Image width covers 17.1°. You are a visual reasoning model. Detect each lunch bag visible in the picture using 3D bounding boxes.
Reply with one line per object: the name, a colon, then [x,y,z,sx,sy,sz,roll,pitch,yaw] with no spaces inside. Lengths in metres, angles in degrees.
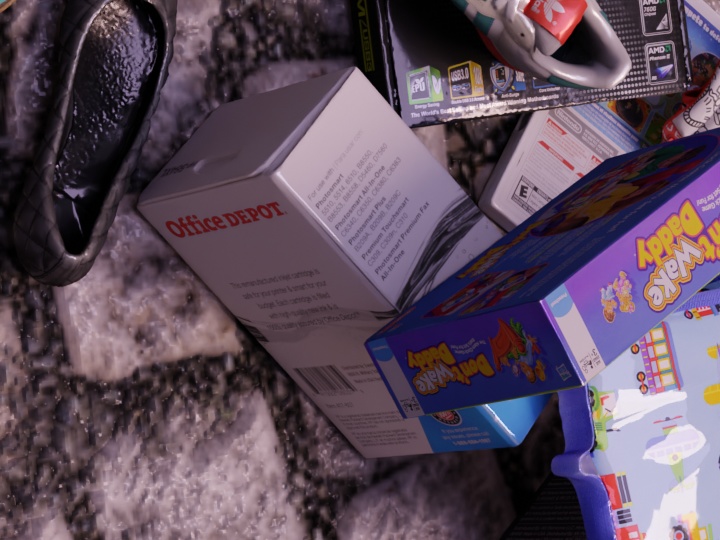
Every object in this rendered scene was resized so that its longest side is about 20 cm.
lunch bag: [0.177,0.086,1.249,0.199,0.094,0.152,-12,92,-41]

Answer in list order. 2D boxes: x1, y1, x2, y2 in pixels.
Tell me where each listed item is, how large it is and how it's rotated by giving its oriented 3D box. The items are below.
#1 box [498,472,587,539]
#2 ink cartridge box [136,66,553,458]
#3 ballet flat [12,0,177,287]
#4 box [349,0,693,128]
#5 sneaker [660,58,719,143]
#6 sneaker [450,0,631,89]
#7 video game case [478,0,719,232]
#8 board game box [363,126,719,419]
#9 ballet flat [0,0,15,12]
box: [0.191,0.154,1.385,0.149,0.107,0.200,50,62,-18]
ink cartridge box: [0.000,0.000,1.254,0.200,0.146,0.084,49,62,-20]
ballet flat: [-0.128,-0.086,1.234,0.066,0.057,0.202,21,74,-30]
box: [0.086,-0.187,1.365,0.198,0.047,0.195,-8,95,-23]
sneaker: [0.221,-0.040,1.426,0.107,0.203,0.067,27,28,11]
sneaker: [0.075,-0.162,1.256,0.071,0.093,0.200,-52,130,-5]
video game case: [0.164,-0.082,1.443,0.143,0.018,0.201,37,67,-24]
board game box: [0.114,-0.004,1.164,0.200,0.134,0.045,-36,102,-36]
ballet flat: [-0.184,-0.171,1.197,0.200,0.072,0.068,-43,108,-27]
